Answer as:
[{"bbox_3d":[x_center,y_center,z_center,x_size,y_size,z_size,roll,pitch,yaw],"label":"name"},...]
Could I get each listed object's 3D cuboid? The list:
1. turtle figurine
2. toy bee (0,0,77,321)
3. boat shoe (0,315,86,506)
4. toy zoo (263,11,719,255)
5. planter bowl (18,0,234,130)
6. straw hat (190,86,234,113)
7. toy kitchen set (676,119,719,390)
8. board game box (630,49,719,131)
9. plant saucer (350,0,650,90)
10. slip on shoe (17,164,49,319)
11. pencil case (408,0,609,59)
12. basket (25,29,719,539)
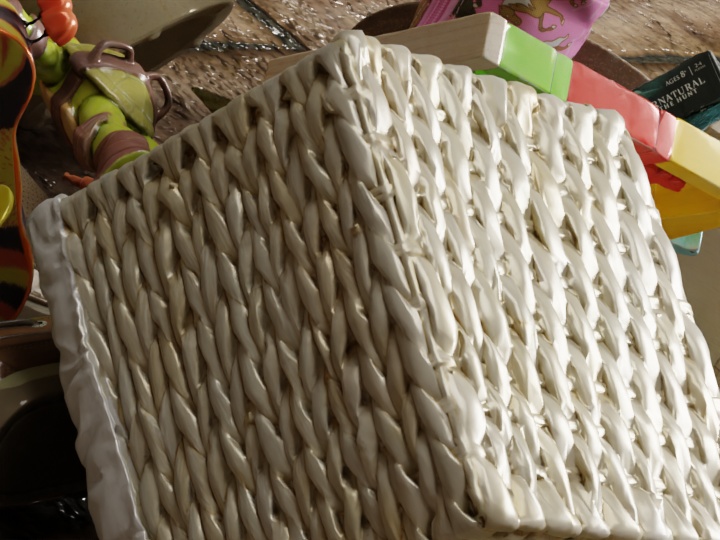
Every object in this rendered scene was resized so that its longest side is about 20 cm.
[{"bbox_3d":[-0.107,-0.059,1.249,0.161,0.064,0.200,51,-3,46],"label":"turtle figurine"},{"bbox_3d":[-0.152,-0.057,1.082,0.108,0.200,0.131,-17,52,-2],"label":"toy bee"},{"bbox_3d":[-0.096,0.043,1.116,0.068,0.072,0.200,36,17,30],"label":"boat shoe"},{"bbox_3d":[0.074,-0.049,1.165,0.199,0.021,0.131,25,-21,-37],"label":"toy zoo"},{"bbox_3d":[-0.142,-0.152,1.362,0.135,0.200,0.200,60,26,3],"label":"planter bowl"},{"bbox_3d":[0.000,0.000,1.236,0.200,0.086,0.201,24,0,0],"label":"straw hat"},{"bbox_3d":[0.213,0.037,1.375,0.163,0.181,0.200,36,22,13],"label":"toy kitchen set"},{"bbox_3d":[0.141,-0.038,1.399,0.028,0.135,0.200,67,13,21],"label":"board game box"},{"bbox_3d":[0.076,-0.065,1.483,0.200,0.200,0.037,26,63,-9],"label":"plant saucer"},{"bbox_3d":[-0.172,-0.039,1.215,0.199,0.061,0.076,34,22,9],"label":"slip on shoe"},{"bbox_3d":[0.038,-0.076,1.370,0.083,0.201,0.087,34,10,1],"label":"pencil case"},{"bbox_3d":[0.015,0.046,1.030,0.198,0.160,0.201,12,56,-50],"label":"basket"}]
